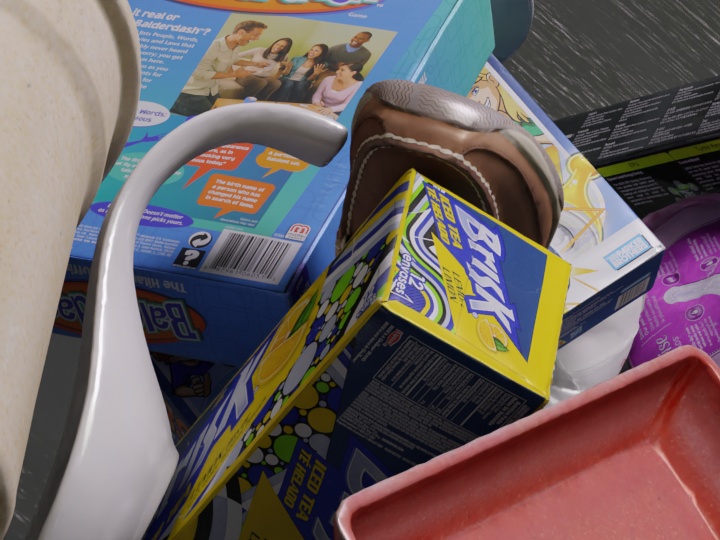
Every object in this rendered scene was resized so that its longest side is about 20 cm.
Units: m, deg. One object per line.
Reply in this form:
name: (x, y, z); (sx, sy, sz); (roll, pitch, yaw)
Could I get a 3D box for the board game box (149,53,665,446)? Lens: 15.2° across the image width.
board game box: (0.000, 0.000, 1.050); (0.200, 0.035, 0.135); (-32, 67, -21)

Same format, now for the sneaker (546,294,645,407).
sneaker: (0.027, -0.006, 1.119); (0.199, 0.100, 0.078); (23, 10, -12)

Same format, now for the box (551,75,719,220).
box: (0.193, -0.009, 1.242); (0.193, 0.200, 0.048); (41, 68, -18)

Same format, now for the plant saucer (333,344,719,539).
plant saucer: (0.093, 0.133, 0.775); (0.200, 0.037, 0.200); (-19, 71, -52)

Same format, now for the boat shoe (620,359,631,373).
boat shoe: (0.074, -0.007, 1.243); (0.065, 0.073, 0.201); (6, 53, -58)

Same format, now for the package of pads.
package of pads: (0.189, 0.069, 1.189); (0.200, 0.076, 0.121); (48, 15, -35)

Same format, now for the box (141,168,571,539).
box: (-0.015, 0.063, 0.871); (0.064, 0.200, 0.070); (31, 38, -14)

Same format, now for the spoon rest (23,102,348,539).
spoon rest: (-0.075, 0.029, 0.883); (0.060, 0.201, 0.099); (29, -13, -5)

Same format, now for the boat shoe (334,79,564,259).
boat shoe: (0.025, 0.007, 0.912); (0.075, 0.200, 0.072); (15, 65, 13)

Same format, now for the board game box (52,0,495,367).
board game box: (-0.053, -0.052, 1.023); (0.151, 0.045, 0.200); (10, 45, 22)

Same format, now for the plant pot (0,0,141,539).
plant pot: (-0.169, 0.000, 0.829); (0.200, 0.200, 0.184); (23, 43, -26)

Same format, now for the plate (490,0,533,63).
plate: (-0.025, -0.129, 1.121); (0.200, 0.200, 0.026); (30, 67, -16)
